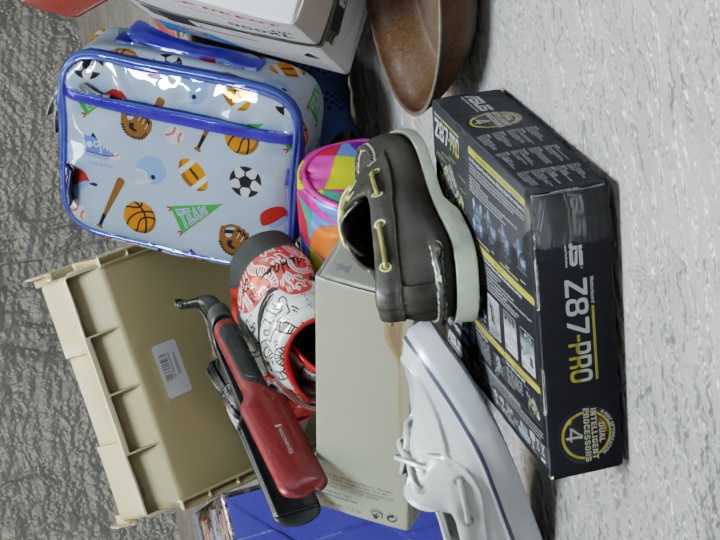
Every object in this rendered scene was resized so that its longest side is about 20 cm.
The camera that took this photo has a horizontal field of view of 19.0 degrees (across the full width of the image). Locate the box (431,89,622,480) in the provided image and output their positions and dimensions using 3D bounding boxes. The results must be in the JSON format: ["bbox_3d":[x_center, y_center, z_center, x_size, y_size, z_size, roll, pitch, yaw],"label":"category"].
[{"bbox_3d":[0.089,0.002,1.194,0.200,0.049,0.162,-126,28,-67],"label":"box"}]

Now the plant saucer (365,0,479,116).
[{"bbox_3d":[0.037,-0.197,1.327,0.200,0.036,0.202,171,90,-79],"label":"plant saucer"}]

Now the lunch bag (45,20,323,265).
[{"bbox_3d":[-0.128,-0.093,1.547,0.076,0.199,0.161,-58,-23,-57],"label":"lunch bag"}]

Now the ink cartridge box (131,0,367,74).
[{"bbox_3d":[-0.080,-0.202,1.435,0.200,0.144,0.085,25,-100,-80],"label":"ink cartridge box"}]

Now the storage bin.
[{"bbox_3d":[-0.134,0.071,1.641,0.094,0.198,0.201,-16,94,51],"label":"storage bin"}]

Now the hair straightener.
[{"bbox_3d":[-0.082,0.097,1.473,0.200,0.041,0.077,55,151,32],"label":"hair straightener"}]

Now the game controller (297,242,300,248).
[{"bbox_3d":[-0.048,-0.092,1.802,0.105,0.042,0.201,95,162,-49],"label":"game controller"}]

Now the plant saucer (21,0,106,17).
[{"bbox_3d":[-0.142,-0.266,1.656,0.037,0.199,0.200,58,-154,-14],"label":"plant saucer"}]

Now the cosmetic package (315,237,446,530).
[{"bbox_3d":[0.020,0.060,1.412,0.105,0.071,0.201,-58,-24,-45],"label":"cosmetic package"}]

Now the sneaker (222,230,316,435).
[{"bbox_3d":[-0.050,0.080,1.520,0.108,0.067,0.202,-127,29,-45],"label":"sneaker"}]

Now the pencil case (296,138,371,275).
[{"bbox_3d":[0.000,0.000,1.535,0.089,0.088,0.201,-111,17,-45],"label":"pencil case"}]

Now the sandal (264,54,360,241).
[{"bbox_3d":[-0.027,-0.115,1.633,0.087,0.079,0.201,21,122,58],"label":"sandal"}]

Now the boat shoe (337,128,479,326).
[{"bbox_3d":[0.018,-0.029,1.257,0.201,0.060,0.072,-116,21,-63],"label":"boat shoe"}]

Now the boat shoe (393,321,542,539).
[{"bbox_3d":[0.054,0.117,1.269,0.201,0.065,0.074,66,175,-33],"label":"boat shoe"}]

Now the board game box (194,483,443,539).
[{"bbox_3d":[-0.031,0.205,1.636,0.200,0.159,0.097,136,120,-75],"label":"board game box"}]

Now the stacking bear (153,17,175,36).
[{"bbox_3d":[-0.099,-0.234,1.740,0.122,0.114,0.200,52,167,-12],"label":"stacking bear"}]

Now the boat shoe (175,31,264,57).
[{"bbox_3d":[-0.103,-0.143,1.614,0.069,0.070,0.201,-138,40,-61],"label":"boat shoe"}]
